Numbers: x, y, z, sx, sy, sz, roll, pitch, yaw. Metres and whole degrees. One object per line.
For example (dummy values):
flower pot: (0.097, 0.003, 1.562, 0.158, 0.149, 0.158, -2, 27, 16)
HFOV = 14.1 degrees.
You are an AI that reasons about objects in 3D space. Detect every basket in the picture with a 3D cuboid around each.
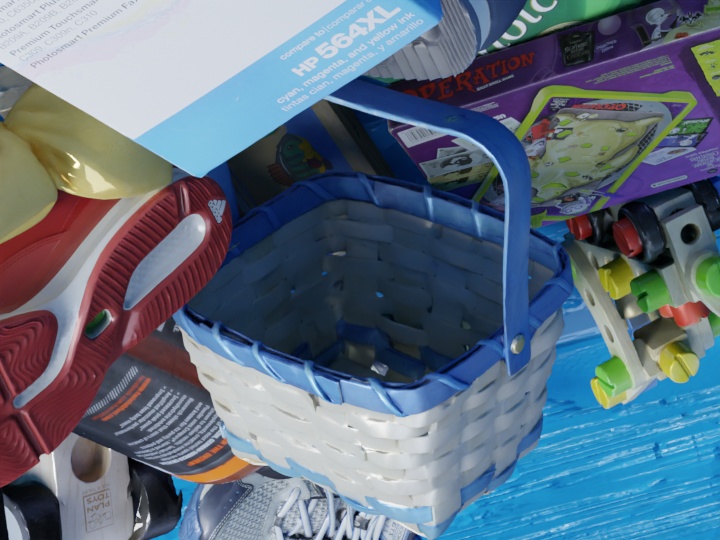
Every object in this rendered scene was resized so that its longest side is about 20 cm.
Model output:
basket: (0.000, 0.000, 1.256, 0.139, 0.176, 0.201, -42, 140, -34)

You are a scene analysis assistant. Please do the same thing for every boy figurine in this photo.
boy figurine: (-0.166, -0.021, 1.152, 0.200, 0.065, 0.124, -30, -165, -16)

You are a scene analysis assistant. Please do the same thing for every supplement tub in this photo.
supplement tub: (-0.093, 0.037, 1.356, 0.107, 0.107, 0.200, -31, 141, 27)

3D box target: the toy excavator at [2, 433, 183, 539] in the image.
toy excavator: (-0.190, 0.115, 1.487, 0.100, 0.195, 0.200, -16, -164, -41)

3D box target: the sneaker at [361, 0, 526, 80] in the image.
sneaker: (-0.006, -0.127, 1.176, 0.200, 0.082, 0.070, 16, 139, 41)

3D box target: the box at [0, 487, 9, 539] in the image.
box: (-0.222, 0.040, 1.280, 0.049, 0.201, 0.160, -23, 146, 14)

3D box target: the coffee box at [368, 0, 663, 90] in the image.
coffee box: (0.076, -0.118, 1.277, 0.199, 0.044, 0.123, 17, 139, -36)

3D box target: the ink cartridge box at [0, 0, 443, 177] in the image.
ink cartridge box: (-0.086, -0.148, 1.041, 0.125, 0.129, 0.200, -29, 143, 26)

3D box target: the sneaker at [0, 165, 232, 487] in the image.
sneaker: (-0.157, 0.014, 1.218, 0.200, 0.115, 0.079, -37, 133, -20)

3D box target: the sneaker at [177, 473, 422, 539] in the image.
sneaker: (-0.005, 0.108, 1.492, 0.200, 0.085, 0.077, -22, 146, -40)

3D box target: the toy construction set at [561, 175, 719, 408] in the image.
toy construction set: (0.158, 0.013, 1.399, 0.092, 0.132, 0.200, -30, -164, -27)

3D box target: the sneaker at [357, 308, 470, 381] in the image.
sneaker: (0.035, 0.044, 1.443, 0.090, 0.067, 0.200, -31, 166, -7)

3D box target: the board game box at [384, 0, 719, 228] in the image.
board game box: (0.123, -0.073, 1.293, 0.199, 0.032, 0.120, -16, 145, 15)

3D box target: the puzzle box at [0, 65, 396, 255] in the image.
puzzle box: (-0.070, -0.054, 1.347, 0.133, 0.026, 0.200, -19, 147, 12)
